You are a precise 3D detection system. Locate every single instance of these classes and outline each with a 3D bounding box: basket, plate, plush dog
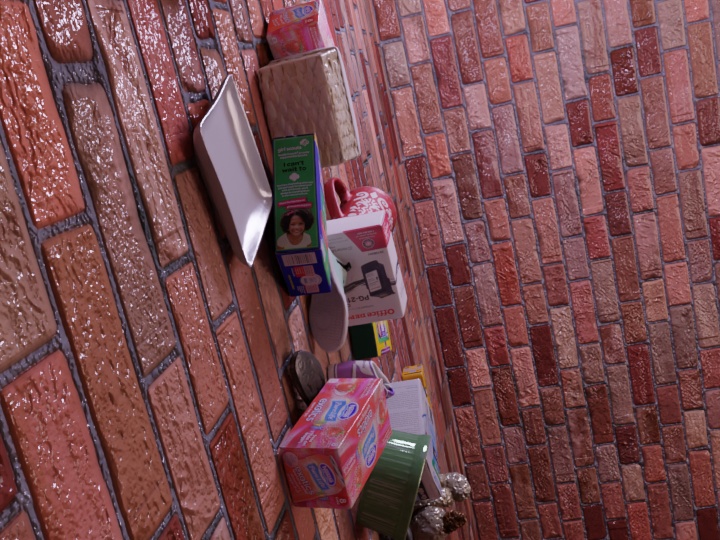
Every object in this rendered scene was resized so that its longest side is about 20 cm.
[{"bbox_3d":[-0.090,-0.273,1.364,0.123,0.134,0.203,-55,134,-70],"label":"basket"},{"bbox_3d":[-0.172,-0.135,1.056,0.201,0.032,0.201,-83,160,-57],"label":"plate"},{"bbox_3d":[0.165,0.586,1.906,0.160,0.200,0.173,32,27,-29],"label":"plush dog"}]

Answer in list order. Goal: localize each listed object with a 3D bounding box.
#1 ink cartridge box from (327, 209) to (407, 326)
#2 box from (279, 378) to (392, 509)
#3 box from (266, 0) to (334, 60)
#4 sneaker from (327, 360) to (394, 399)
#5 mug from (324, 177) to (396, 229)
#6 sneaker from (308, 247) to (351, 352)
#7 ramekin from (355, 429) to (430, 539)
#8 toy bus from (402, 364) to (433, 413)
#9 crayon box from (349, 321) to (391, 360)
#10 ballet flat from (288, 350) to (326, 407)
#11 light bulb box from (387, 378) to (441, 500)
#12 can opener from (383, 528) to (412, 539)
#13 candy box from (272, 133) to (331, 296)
[{"bbox_3d":[0.000,0.000,1.543,0.085,0.143,0.202,-75,152,-63],"label":"ink cartridge box"},{"bbox_3d":[-0.031,0.252,1.175,0.200,0.093,0.104,-47,130,-61],"label":"box"},{"bbox_3d":[-0.094,-0.384,1.477,0.095,0.101,0.201,-89,166,-46],"label":"box"},{"bbox_3d":[0.013,0.264,1.457,0.073,0.113,0.203,-68,148,-73],"label":"sneaker"},{"bbox_3d":[-0.021,-0.095,1.684,0.200,0.176,0.135,-66,-179,-64],"label":"mug"},{"bbox_3d":[-0.046,0.054,1.427,0.118,0.073,0.203,35,43,-66],"label":"sneaker"},{"bbox_3d":[0.060,0.393,1.465,0.200,0.096,0.203,15,90,-83],"label":"ramekin"},{"bbox_3d":[0.173,0.388,2.326,0.078,0.064,0.203,-70,148,-73],"label":"toy bus"},{"bbox_3d":[0.017,0.105,1.774,0.200,0.057,0.175,10,69,-79],"label":"crayon box"},{"bbox_3d":[-0.075,0.194,1.261,0.201,0.046,0.068,60,40,-47],"label":"ballet flat"},{"bbox_3d":[0.100,0.387,1.775,0.199,0.123,0.202,68,15,-49],"label":"light bulb box"},{"bbox_3d":[0.056,0.490,1.625,0.053,0.066,0.202,-74,148,-64],"label":"can opener"},{"bbox_3d":[-0.093,-0.085,1.252,0.170,0.076,0.203,83,1,-66],"label":"candy box"}]
